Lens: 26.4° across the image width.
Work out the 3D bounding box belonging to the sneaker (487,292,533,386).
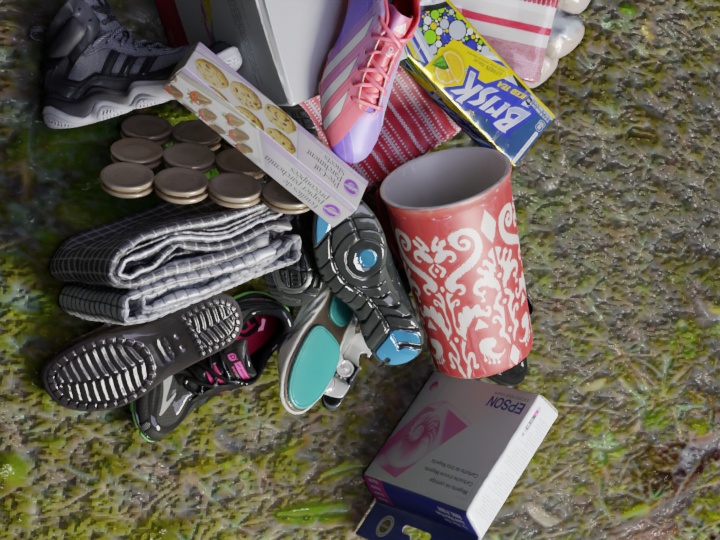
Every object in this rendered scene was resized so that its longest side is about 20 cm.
[{"bbox_3d":[0.153,0.054,1.693,0.060,0.104,0.201,-42,116,-23],"label":"sneaker"}]

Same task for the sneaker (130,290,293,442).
[{"bbox_3d":[-0.146,0.090,1.509,0.200,0.083,0.077,-44,116,-22],"label":"sneaker"}]

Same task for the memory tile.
[{"bbox_3d":[-0.135,-0.099,1.428,0.198,0.154,0.017,6,122,-1],"label":"memory tile"}]

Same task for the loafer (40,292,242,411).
[{"bbox_3d":[-0.209,0.074,1.471,0.198,0.071,0.074,-20,110,-9],"label":"loafer"}]

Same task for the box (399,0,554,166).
[{"bbox_3d":[0.100,-0.195,1.519,0.200,0.064,0.070,42,86,-29],"label":"box"}]

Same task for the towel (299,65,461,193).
[{"bbox_3d":[0.004,-0.153,1.564,0.199,0.023,0.145,-33,118,5],"label":"towel"}]

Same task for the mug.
[{"bbox_3d":[0.101,-0.014,1.558,0.132,0.178,0.202,-17,116,-4],"label":"mug"}]

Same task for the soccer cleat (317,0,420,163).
[{"bbox_3d":[0.013,-0.194,1.354,0.066,0.076,0.202,12,91,-35],"label":"soccer cleat"}]

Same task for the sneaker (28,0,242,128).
[{"bbox_3d":[-0.211,-0.203,1.392,0.075,0.198,0.115,-40,115,-72],"label":"sneaker"}]

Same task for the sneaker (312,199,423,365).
[{"bbox_3d":[0.000,0.000,1.528,0.073,0.082,0.201,-21,119,2],"label":"sneaker"}]

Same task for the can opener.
[{"bbox_3d":[0.004,0.052,1.630,0.052,0.067,0.201,31,72,5],"label":"can opener"}]

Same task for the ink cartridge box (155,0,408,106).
[{"bbox_3d":[-0.079,-0.245,1.449,0.144,0.199,0.146,-26,109,-28],"label":"ink cartridge box"}]

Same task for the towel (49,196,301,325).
[{"bbox_3d":[-0.175,-0.017,1.433,0.199,0.165,0.086,-22,101,-30],"label":"towel"}]

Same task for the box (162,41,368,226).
[{"bbox_3d":[-0.082,-0.119,1.346,0.200,0.039,0.042,40,47,-16],"label":"box"}]

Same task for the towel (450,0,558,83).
[{"bbox_3d":[0.136,-0.301,1.551,0.142,0.023,0.202,11,105,-7],"label":"towel"}]

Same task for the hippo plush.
[{"bbox_3d":[0.141,-0.299,1.615,0.159,0.159,0.203,1,95,-34],"label":"hippo plush"}]

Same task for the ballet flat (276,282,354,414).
[{"bbox_3d":[-0.048,0.060,1.569,0.069,0.069,0.201,41,59,-30],"label":"ballet flat"}]

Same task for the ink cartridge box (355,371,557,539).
[{"bbox_3d":[0.088,0.206,1.611,0.043,0.196,0.201,45,71,-27],"label":"ink cartridge box"}]

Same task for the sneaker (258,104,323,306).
[{"bbox_3d":[-0.075,-0.068,1.541,0.075,0.091,0.203,0,95,-2],"label":"sneaker"}]
